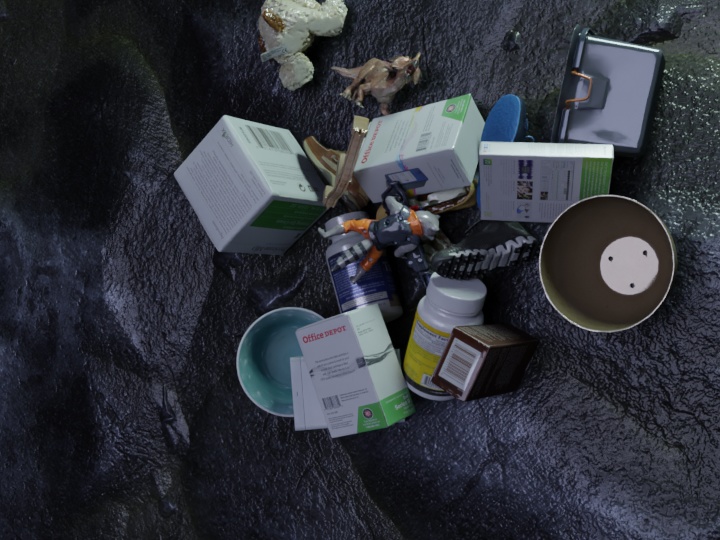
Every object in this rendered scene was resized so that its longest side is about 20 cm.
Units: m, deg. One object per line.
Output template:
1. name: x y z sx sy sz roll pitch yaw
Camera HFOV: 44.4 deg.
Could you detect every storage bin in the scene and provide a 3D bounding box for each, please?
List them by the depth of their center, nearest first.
1. storage bin: 0.382 -0.265 1.355 0.134 0.146 0.200 12 96 22

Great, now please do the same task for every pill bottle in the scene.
1. pill bottle: 0.141 0.107 1.476 0.114 0.114 0.200 31 124 30
2. pill bottle: 0.000 0.000 1.604 0.111 0.111 0.200 -22 78 31

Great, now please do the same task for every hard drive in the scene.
1. hard drive: -0.023 0.215 1.599 0.200 0.027 0.132 -4 88 -2

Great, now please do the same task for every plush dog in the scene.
1. plush dog: -0.146 -0.475 1.706 0.200 0.160 0.172 -57 36 17

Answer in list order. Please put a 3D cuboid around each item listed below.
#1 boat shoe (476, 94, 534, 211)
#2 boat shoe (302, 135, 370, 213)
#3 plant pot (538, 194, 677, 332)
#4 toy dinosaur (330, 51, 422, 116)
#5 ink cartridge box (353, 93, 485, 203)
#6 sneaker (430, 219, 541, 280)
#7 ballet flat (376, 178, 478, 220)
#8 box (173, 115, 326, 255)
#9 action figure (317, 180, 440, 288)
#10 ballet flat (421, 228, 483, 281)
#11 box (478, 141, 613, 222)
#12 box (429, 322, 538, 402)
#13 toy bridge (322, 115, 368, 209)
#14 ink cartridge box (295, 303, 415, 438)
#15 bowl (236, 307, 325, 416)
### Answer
1. boat shoe: 0.240 -0.193 1.482 0.084 0.069 0.200 27 109 44
2. boat shoe: -0.037 -0.186 1.664 0.074 0.076 0.200 -35 58 -3
3. plant pot: 0.389 -0.010 1.338 0.200 0.134 0.201 0 89 33
4. toy dinosaur: 0.039 -0.353 1.609 0.200 0.086 0.136 38 102 41
5. ink cartridge box: 0.102 -0.208 1.520 0.200 0.088 0.145 -7 46 31
6. sneaker: 0.195 -0.041 1.453 0.067 0.200 0.091 103 147 -46
7. ballet flat: 0.112 -0.123 1.538 0.200 0.063 0.069 -18 82 18
8. box: -0.202 -0.157 1.686 0.171 0.199 0.200 -42 68 25
9. action figure: 0.052 -0.035 1.482 0.193 0.105 0.200 -26 99 19
10. ballet flat: 0.131 -0.031 1.548 0.200 0.064 0.076 37 108 29
11. box: 0.286 -0.135 1.376 0.200 0.144 0.036 4 50 12
12. box: 0.202 0.143 1.416 0.075 0.200 0.100 30 104 32
13. toy bridge: -0.028 -0.169 1.507 0.200 0.027 0.067 117 163 -49
14. ink cartridge box: -0.010 0.171 1.509 0.146 0.084 0.200 -20 88 44
15. bowl: -0.128 0.167 1.661 0.200 0.105 0.201 0 90 -1
